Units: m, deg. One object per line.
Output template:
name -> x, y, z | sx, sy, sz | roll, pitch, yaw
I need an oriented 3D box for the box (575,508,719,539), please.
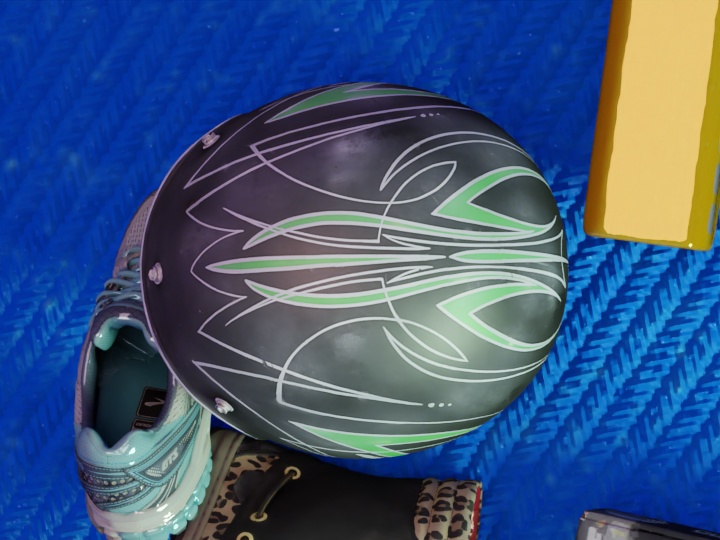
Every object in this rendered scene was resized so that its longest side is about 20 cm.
box -> 0.170, 0.230, 1.418 | 0.161, 0.049, 0.201 | 12, 92, 26

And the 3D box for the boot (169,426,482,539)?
boot -> -0.023, 0.170, 1.424 | 0.150, 0.073, 0.201 | 6, 48, 6

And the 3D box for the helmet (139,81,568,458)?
helmet -> 0.000, 0.000, 1.390 | 0.199, 0.191, 0.201 | -1, 86, 9

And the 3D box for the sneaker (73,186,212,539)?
sneaker -> -0.099, 0.032, 1.436 | 0.077, 0.086, 0.201 | -3, 55, 11

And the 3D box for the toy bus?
toy bus -> 0.154, -0.113, 1.421 | 0.065, 0.078, 0.201 | 8, 91, 11
